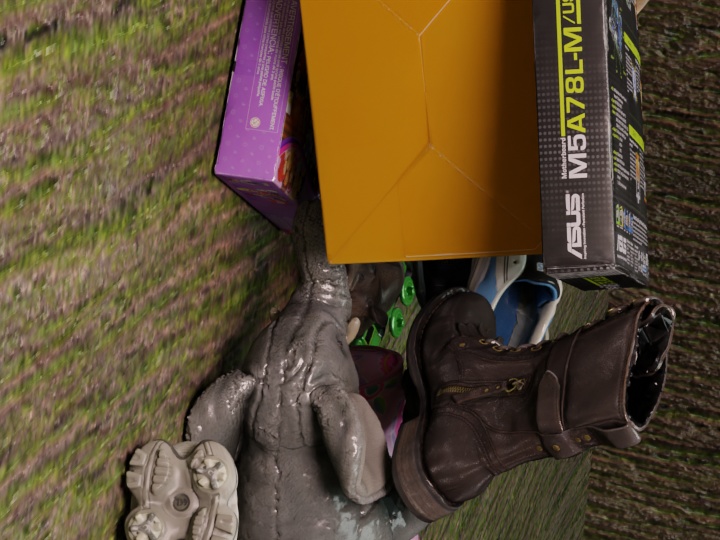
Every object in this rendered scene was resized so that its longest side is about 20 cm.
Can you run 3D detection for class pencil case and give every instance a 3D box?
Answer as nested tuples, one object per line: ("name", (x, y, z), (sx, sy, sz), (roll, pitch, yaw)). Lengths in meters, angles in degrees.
("pencil case", (-0.002, 0.148, 1.746), (0.087, 0.087, 0.200), (-58, 143, -64))

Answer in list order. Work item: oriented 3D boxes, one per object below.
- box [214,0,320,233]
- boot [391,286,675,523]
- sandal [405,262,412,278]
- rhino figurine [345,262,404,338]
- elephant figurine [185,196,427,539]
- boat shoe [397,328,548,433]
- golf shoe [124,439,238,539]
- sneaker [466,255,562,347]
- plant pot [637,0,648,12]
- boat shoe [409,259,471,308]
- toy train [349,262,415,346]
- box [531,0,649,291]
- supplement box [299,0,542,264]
("box", (-0.037, -0.103, 1.562), (0.200, 0.039, 0.137), (41, 59, -77))
("boot", (0.110, 0.058, 1.506), (0.069, 0.174, 0.200), (46, 33, -27))
("sandal", (0.048, -0.022, 2.067), (0.200, 0.043, 0.076), (36, 55, -66))
("rhino figurine", (0.000, 0.000, 1.717), (0.200, 0.060, 0.088), (-71, 167, -84))
("elephant figurine", (-0.040, 0.090, 1.518), (0.155, 0.141, 0.200), (-126, -161, -46))
("boat shoe", (0.072, 0.052, 1.725), (0.199, 0.074, 0.066), (-51, 138, -46))
("golf shoe", (-0.099, 0.194, 1.387), (0.097, 0.078, 0.200), (79, 22, -75))
("sneaker", (0.105, -0.014, 1.670), (0.072, 0.072, 0.200), (31, 59, -42))
("plant pot", (0.171, -0.214, 2.042), (0.200, 0.027, 0.200), (-42, -162, 17))
("boat shoe", (0.064, -0.036, 1.760), (0.200, 0.069, 0.057), (88, -3, -55))
("toy train", (-0.004, 0.066, 1.845), (0.056, 0.042, 0.200), (65, 34, -45))
("box", (0.129, -0.089, 1.435), (0.200, 0.047, 0.193), (12, 73, -78))
("supplement box", (0.052, -0.125, 1.512), (0.200, 0.133, 0.197), (-60, 145, -71))
